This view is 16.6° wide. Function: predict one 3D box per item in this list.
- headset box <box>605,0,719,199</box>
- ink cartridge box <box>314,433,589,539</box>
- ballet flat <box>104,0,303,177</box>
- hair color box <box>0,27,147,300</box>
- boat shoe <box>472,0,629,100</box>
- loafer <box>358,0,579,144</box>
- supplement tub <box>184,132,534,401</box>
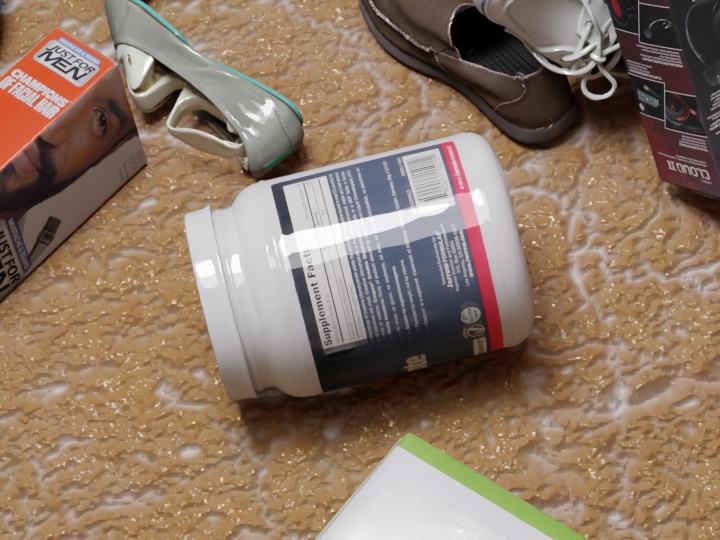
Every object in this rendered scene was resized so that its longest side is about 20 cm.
[{"bbox_3d":[0.250,-0.152,1.603,0.149,0.200,0.075,-31,26,-21],"label":"headset box"},{"bbox_3d":[0.028,0.215,1.438,0.148,0.076,0.200,30,65,27],"label":"ink cartridge box"},{"bbox_3d":[-0.126,-0.129,1.725,0.200,0.067,0.064,34,73,29],"label":"ballet flat"},{"bbox_3d":[-0.241,-0.055,1.660,0.064,0.111,0.200,31,65,27],"label":"hair color box"},{"bbox_3d":[0.150,-0.157,1.640,0.075,0.202,0.086,-37,65,24],"label":"boat shoe"},{"bbox_3d":[0.076,-0.169,1.717,0.073,0.071,0.200,-41,58,-20],"label":"loafer"},{"bbox_3d":[0.000,0.000,1.560,0.200,0.140,0.140,-14,53,-1],"label":"supplement tub"}]
